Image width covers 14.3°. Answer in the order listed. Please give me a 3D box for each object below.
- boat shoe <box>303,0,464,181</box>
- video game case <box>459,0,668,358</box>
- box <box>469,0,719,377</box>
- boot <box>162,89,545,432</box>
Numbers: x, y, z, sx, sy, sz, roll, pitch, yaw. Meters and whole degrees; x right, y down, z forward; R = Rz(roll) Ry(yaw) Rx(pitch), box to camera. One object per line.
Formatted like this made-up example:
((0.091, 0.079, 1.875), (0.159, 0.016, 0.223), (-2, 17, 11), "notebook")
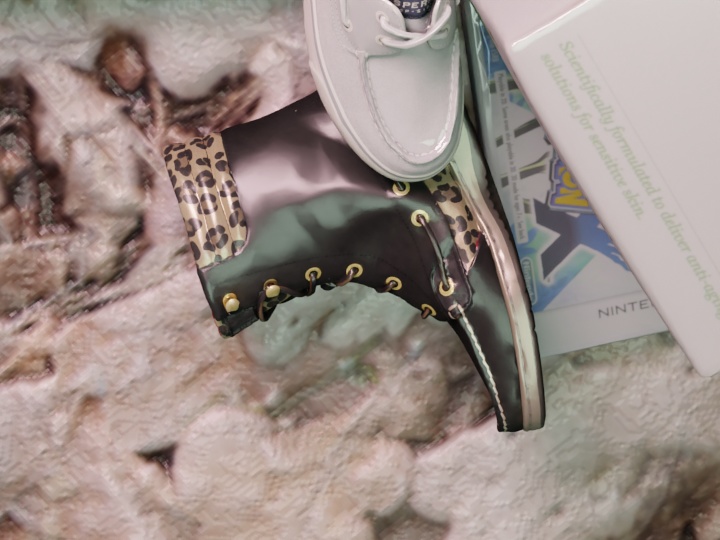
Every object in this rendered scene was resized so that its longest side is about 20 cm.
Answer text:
((0.015, -0.133, 1.311), (0.072, 0.068, 0.201), (-10, 107, -16), "boat shoe")
((0.150, -0.063, 1.444), (0.181, 0.022, 0.201), (-12, 113, -6), "video game case")
((0.176, -0.103, 1.326), (0.199, 0.171, 0.200), (-32, 114, 3), "box")
((0.000, 0.000, 1.398), (0.150, 0.073, 0.201), (-19, 96, 0), "boot")
